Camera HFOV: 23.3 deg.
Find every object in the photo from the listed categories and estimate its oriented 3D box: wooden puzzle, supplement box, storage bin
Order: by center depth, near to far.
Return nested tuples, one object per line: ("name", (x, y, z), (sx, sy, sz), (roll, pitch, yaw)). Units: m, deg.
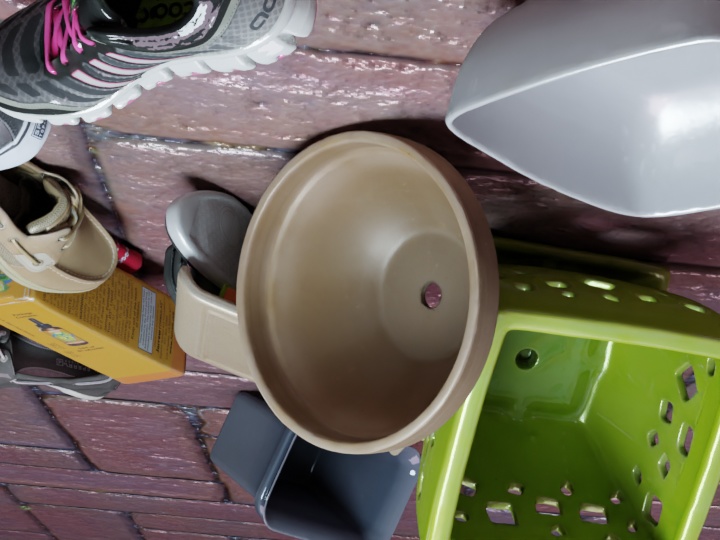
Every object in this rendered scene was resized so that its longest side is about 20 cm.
("wooden puzzle", (-0.044, 0.063, 1.261), (0.199, 0.037, 0.185), (27, 164, 0))
("supplement box", (-0.216, 0.029, 1.361), (0.066, 0.070, 0.200), (-9, 158, 28))
("storage bin", (-0.053, 0.195, 1.843), (0.199, 0.147, 0.134), (23, -177, -46))

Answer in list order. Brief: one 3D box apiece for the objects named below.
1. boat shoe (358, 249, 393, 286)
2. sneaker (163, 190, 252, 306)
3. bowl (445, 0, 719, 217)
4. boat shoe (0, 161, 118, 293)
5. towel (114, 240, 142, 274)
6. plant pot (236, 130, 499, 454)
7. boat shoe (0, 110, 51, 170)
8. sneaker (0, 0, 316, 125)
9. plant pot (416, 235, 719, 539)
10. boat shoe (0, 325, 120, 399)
("boat shoe", (0.002, -0.002, 1.280), (0.063, 0.074, 0.201), (35, 169, 0))
("sneaker", (-0.115, -0.004, 1.282), (0.098, 0.072, 0.200), (-8, 163, 23))
("bowl", (0.167, -0.098, 0.894), (0.199, 0.075, 0.199), (-11, 156, 43))
("boat shoe", (-0.228, -0.035, 1.218), (0.064, 0.072, 0.200), (-4, 159, 31))
("towel", (-0.278, -0.028, 1.341), (0.143, 0.023, 0.200), (-6, 160, 29))
("plant pot", (0.021, 0.015, 1.116), (0.200, 0.203, 0.092), (-10, 171, 40))
("boat shoe", (-0.279, -0.078, 1.084), (0.198, 0.074, 0.068), (-10, 162, 40))
("sneaker", (-0.125, -0.131, 0.879), (0.198, 0.075, 0.087), (-10, 159, 27))
("plant pot", (0.141, 0.088, 1.254), (0.198, 0.201, 0.182), (8, -157, -14))
("boat shoe", (-0.308, 0.078, 1.636), (0.199, 0.067, 0.057), (12, 147, -36))
